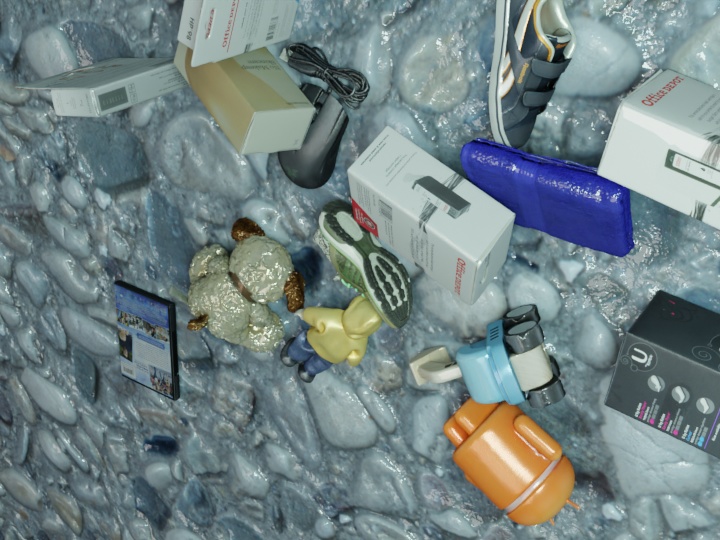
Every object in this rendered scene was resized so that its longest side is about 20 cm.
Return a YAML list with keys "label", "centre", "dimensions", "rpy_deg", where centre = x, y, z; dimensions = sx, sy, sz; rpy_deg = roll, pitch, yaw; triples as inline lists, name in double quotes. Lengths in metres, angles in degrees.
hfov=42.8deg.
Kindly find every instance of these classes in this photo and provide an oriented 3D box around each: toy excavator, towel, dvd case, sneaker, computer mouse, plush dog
- label: "toy excavator"
  centre: [0.153, 0.123, 1.205]
  dimensions: [0.198, 0.195, 0.101]
  rpy_deg: [-20, 101, 12]
- label: "towel"
  centre: [0.221, -0.088, 1.067]
  dimensions: [0.198, 0.050, 0.148]
  rpy_deg: [22, 164, 27]
- label: "dvd case"
  centre: [-0.388, 0.129, 1.674]
  dimensions: [0.141, 0.017, 0.203]
  rpy_deg: [19, 120, 28]
- label: "sneaker"
  centre: [0.193, -0.229, 1.031]
  dimensions: [0.079, 0.078, 0.203]
  rpy_deg: [15, 120, 33]
- label: "sneaker"
  centre: [0.000, 0.000, 1.299]
  dimensions: [0.201, 0.076, 0.089]
  rpy_deg: [57, 142, 9]
- label: "computer mouse"
  centre: [-0.073, -0.197, 1.260]
  dimensions: [0.138, 0.053, 0.202]
  rpy_deg: [31, 127, 20]
- label: "plush dog"
  centre: [-0.177, 0.019, 1.397]
  dimensions: [0.172, 0.160, 0.200]
  rpy_deg: [-43, 83, 18]

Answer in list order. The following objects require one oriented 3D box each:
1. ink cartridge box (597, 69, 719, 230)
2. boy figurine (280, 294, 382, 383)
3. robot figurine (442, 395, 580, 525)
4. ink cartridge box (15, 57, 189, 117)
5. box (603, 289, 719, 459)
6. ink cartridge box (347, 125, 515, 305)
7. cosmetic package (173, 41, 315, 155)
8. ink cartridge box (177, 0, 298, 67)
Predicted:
- label: "ink cartridge box"
  centre: [0.360, -0.113, 0.918]
  dimensions: [0.199, 0.146, 0.085]
  rpy_deg: [29, 128, 23]
- label: "boy figurine"
  centre: [-0.041, 0.093, 1.363]
  dimensions: [0.124, 0.065, 0.200]
  rpy_deg: [41, 131, -12]
- label: "robot figurine"
  centre: [0.204, 0.257, 1.234]
  dimensions: [0.200, 0.116, 0.144]
  rpy_deg: [45, 103, 11]
- label: "ink cartridge box"
  centre: [-0.372, -0.272, 1.349]
  dimensions: [0.172, 0.200, 0.044]
  rpy_deg: [7, 117, 34]
- label: "box"
  centre: [0.393, 0.124, 1.022]
  dimensions: [0.198, 0.122, 0.107]
  rpy_deg: [24, 124, 25]
- label: "ink cartridge box"
  centre: [0.087, -0.065, 1.143]
  dimensions: [0.199, 0.084, 0.145]
  rpy_deg: [38, 165, 17]
- label: "cosmetic package"
  centre: [-0.158, -0.248, 1.229]
  dimensions: [0.201, 0.104, 0.072]
  rpy_deg: [52, 134, 27]
- label: "ink cartridge box"
  centre: [-0.160, -0.340, 1.158]
  dimensions: [0.066, 0.199, 0.117]
  rpy_deg: [34, 127, 18]
